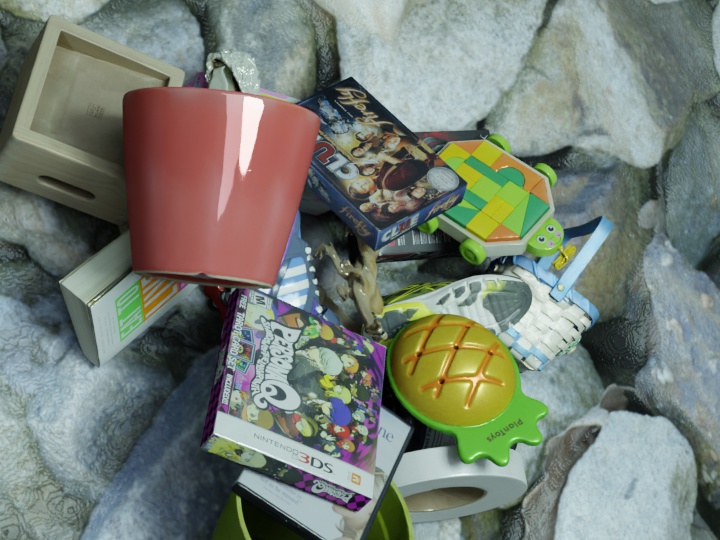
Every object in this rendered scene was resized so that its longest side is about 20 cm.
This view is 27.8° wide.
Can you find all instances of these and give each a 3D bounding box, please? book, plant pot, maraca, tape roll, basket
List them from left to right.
[{"bbox_3d":[-0.225,0.002,1.568,0.048,0.134,0.200,36,62,21],"label":"book"},{"bbox_3d":[-0.147,-0.077,1.451,0.200,0.200,0.178,8,86,-25],"label":"plant pot"},{"bbox_3d":[-0.077,0.302,1.526,0.200,0.193,0.201,19,46,-20],"label":"plant pot"},{"bbox_3d":[0.086,0.242,1.633,0.203,0.203,0.037,4,65,-26],"label":"tape roll"},{"bbox_3d":[0.113,0.126,1.567,0.137,0.107,0.200,-31,59,-18],"label":"maraca"},{"bbox_3d":[0.220,0.025,1.763,0.139,0.176,0.200,33,81,-4],"label":"basket"}]

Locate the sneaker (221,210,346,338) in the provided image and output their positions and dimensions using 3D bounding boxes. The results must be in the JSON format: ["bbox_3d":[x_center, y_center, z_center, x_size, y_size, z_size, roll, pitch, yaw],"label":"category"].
[{"bbox_3d":[-0.065,0.032,1.617,0.146,0.081,0.200,26,66,-29],"label":"sneaker"}]

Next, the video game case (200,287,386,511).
[{"bbox_3d":[-0.063,0.127,1.485,0.181,0.036,0.200,26,44,-19],"label":"video game case"}]

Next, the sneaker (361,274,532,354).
[{"bbox_3d":[0.095,0.036,1.666,0.200,0.085,0.075,-11,114,-1],"label":"sneaker"}]

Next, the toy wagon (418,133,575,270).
[{"bbox_3d":[0.164,-0.074,1.687,0.200,0.040,0.155,34,63,20],"label":"toy wagon"}]

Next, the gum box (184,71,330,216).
[{"bbox_3d":[-0.119,-0.145,1.678,0.200,0.066,0.114,14,75,-24],"label":"gum box"}]

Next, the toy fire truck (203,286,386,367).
[{"bbox_3d":[-0.073,0.063,1.672,0.141,0.049,0.200,-36,96,-28],"label":"toy fire truck"}]

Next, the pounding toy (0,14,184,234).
[{"bbox_3d":[-0.284,-0.131,1.570,0.200,0.142,0.184,22,61,-21],"label":"pounding toy"}]

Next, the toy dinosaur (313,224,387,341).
[{"bbox_3d":[0.000,0.000,1.611,0.101,0.058,0.200,51,28,-30],"label":"toy dinosaur"}]

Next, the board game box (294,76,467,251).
[{"bbox_3d":[0.002,-0.122,1.617,0.135,0.035,0.200,-30,62,-31],"label":"board game box"}]

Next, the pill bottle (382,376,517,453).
[{"bbox_3d":[0.074,0.179,1.689,0.200,0.112,0.112,9,77,-25],"label":"pill bottle"}]

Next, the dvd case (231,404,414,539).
[{"bbox_3d":[-0.033,0.191,1.494,0.143,0.018,0.200,34,42,-4],"label":"dvd case"}]

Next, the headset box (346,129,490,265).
[{"bbox_3d":[0.064,-0.089,1.755,0.200,0.077,0.149,-4,82,-29],"label":"headset box"}]

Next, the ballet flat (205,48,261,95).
[{"bbox_3d":[-0.140,-0.148,1.588,0.072,0.072,0.200,-4,79,-27],"label":"ballet flat"}]
